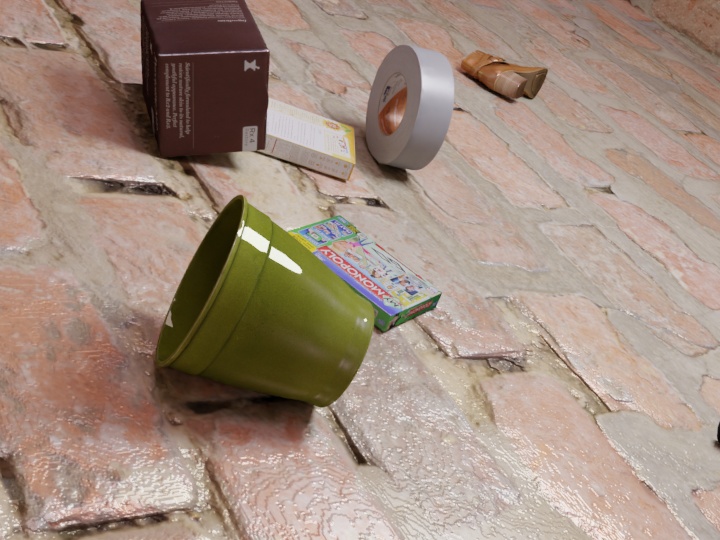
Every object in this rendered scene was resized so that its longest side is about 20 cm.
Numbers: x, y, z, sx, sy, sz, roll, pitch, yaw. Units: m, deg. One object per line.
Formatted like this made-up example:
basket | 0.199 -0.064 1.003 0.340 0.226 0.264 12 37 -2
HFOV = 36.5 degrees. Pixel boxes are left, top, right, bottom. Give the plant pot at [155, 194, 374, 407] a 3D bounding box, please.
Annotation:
plant pot | -0.094 0.053 1.195 0.191 0.201 0.201 28 26 -17

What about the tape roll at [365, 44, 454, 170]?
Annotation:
tape roll | 0.081 -0.274 1.840 0.065 0.202 0.201 9 32 -26

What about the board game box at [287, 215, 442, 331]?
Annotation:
board game box | 0.000 0.000 1.500 0.199 0.029 0.134 37 30 22

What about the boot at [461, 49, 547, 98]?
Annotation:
boot | 0.329 -0.452 2.469 0.154 0.075 0.199 32 26 23

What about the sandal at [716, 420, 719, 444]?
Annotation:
sandal | 0.577 0.256 1.472 0.197 0.077 0.043 19 25 12

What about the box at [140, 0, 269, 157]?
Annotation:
box | -0.236 -0.295 1.634 0.161 0.168 0.201 -5 37 -16

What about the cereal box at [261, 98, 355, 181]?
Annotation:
cereal box | -0.106 -0.221 1.779 0.197 0.040 0.145 18 30 -11
